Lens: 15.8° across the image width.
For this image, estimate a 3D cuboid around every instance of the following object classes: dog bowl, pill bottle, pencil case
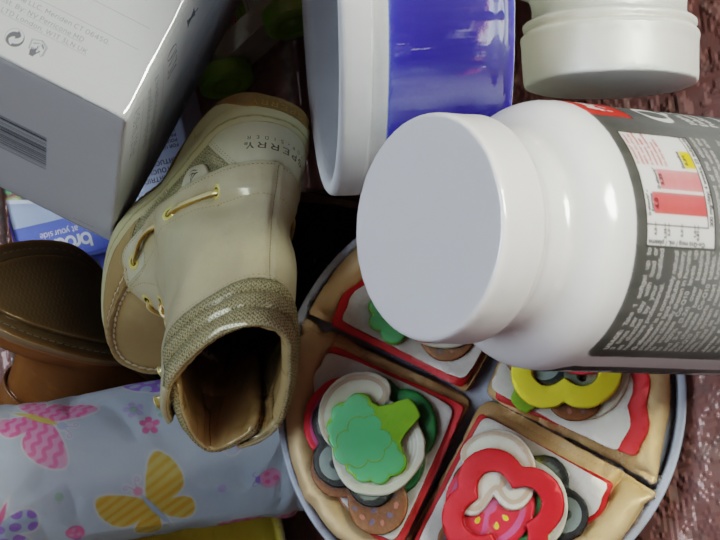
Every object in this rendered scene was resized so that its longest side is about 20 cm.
[{"bbox_3d":[0.018,-0.137,1.207,0.200,0.078,0.202,177,90,-85],"label":"dog bowl"},{"bbox_3d":[0.112,-0.184,1.197,0.110,0.110,0.202,-9,81,51],"label":"pill bottle"},{"bbox_3d":[-0.120,0.099,1.398,0.091,0.199,0.084,-111,15,-55],"label":"pencil case"},{"bbox_3d":[0.104,-0.014,1.124,0.115,0.199,0.117,-5,84,50],"label":"pill bottle"}]

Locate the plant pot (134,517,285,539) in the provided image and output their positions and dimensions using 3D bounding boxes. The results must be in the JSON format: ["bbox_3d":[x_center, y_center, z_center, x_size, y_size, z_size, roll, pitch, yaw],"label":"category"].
[{"bbox_3d":[-0.139,0.206,1.447,0.200,0.199,0.143,48,150,41],"label":"plant pot"}]

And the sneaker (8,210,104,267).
[{"bbox_3d":[-0.184,-0.080,1.541,0.147,0.080,0.201,83,165,-50],"label":"sneaker"}]

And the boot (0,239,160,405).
[{"bbox_3d":[-0.180,0.058,1.473,0.154,0.199,0.074,-37,55,34],"label":"boot"}]

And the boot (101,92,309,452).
[{"bbox_3d":[-0.080,0.029,1.287,0.200,0.072,0.156,-52,30,43],"label":"boot"}]

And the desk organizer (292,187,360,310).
[{"bbox_3d":[0.000,0.000,1.352,0.199,0.077,0.072,11,96,51],"label":"desk organizer"}]

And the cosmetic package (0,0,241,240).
[{"bbox_3d":[-0.128,-0.151,1.309,0.199,0.122,0.201,114,-179,-73],"label":"cosmetic package"}]

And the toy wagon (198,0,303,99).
[{"bbox_3d":[-0.086,-0.178,1.502,0.200,0.039,0.156,-38,59,44],"label":"toy wagon"}]

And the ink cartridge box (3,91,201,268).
[{"bbox_3d":[-0.150,-0.078,1.479,0.119,0.042,0.201,-12,98,16],"label":"ink cartridge box"}]

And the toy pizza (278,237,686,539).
[{"bbox_3d":[0.054,0.060,1.228,0.199,0.032,0.202,-2,81,13],"label":"toy pizza"}]
